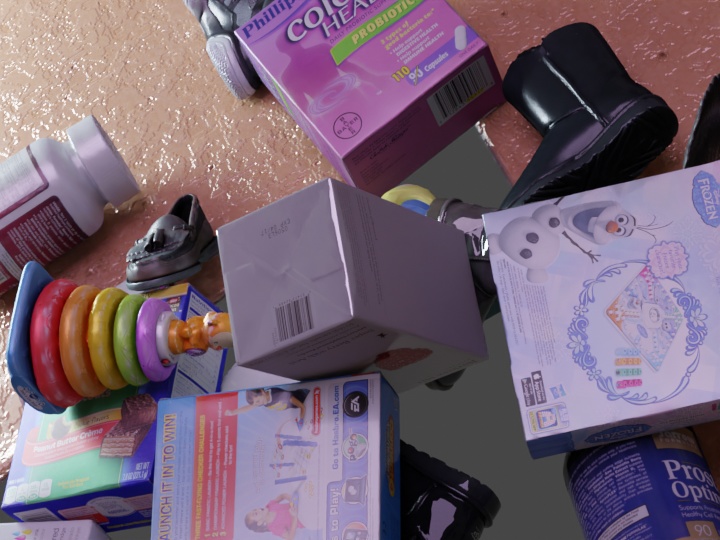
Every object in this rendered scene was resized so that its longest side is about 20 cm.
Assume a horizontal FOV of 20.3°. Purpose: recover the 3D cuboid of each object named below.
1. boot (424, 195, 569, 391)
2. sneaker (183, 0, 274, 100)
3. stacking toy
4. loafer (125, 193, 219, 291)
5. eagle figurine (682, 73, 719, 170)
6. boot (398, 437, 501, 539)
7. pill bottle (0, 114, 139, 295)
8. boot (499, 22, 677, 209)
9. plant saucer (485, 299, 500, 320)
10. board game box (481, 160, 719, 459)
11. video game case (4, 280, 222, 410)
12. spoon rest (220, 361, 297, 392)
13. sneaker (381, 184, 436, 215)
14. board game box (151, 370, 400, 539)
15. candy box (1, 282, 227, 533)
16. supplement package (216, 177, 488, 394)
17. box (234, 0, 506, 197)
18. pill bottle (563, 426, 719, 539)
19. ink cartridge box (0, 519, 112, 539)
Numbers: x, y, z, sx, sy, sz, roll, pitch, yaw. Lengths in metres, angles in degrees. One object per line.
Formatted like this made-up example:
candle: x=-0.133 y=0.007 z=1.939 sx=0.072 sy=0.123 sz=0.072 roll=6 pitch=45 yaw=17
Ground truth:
boot: x=0.142 y=0.020 z=1.691 sx=0.198 sy=0.072 sz=0.184 roll=6 pitch=95 yaw=31
sneaker: x=-0.115 y=-0.272 z=2.079 sx=0.113 sy=0.076 sz=0.201 roll=-28 pitch=55 yaw=4
stacking toy: x=-0.191 y=0.058 z=1.696 sx=0.198 sy=0.116 sz=0.111 roll=-3 pitch=62 yaw=17
loafer: x=-0.179 y=-0.027 z=1.858 sx=0.071 sy=0.064 sz=0.200 roll=-11 pitch=8 yaw=9
eagle figurine: x=0.290 y=-0.042 z=1.682 sx=0.151 sy=0.151 sz=0.201 roll=-31 pitch=59 yaw=15
boot: x=-0.003 y=0.220 z=1.657 sx=0.199 sy=0.077 sz=0.169 roll=23 pitch=65 yaw=30
pill bottle: x=-0.325 y=-0.062 z=1.999 sx=0.199 sy=0.110 sz=0.110 roll=-33 pitch=49 yaw=-1
boot: x=0.172 y=-0.119 z=1.816 sx=0.200 sy=0.076 sz=0.168 roll=-42 pitch=41 yaw=4
plant saucer: x=0.044 y=0.048 z=1.801 sx=0.199 sy=0.019 sz=0.070 roll=-30 pitch=49 yaw=2
board game box: x=0.208 y=0.029 z=1.555 sx=0.197 sy=0.043 sz=0.202 roll=-13 pitch=61 yaw=7
video game case: x=-0.225 y=0.109 z=1.874 sx=0.180 sy=0.036 sz=0.201 roll=-33 pitch=49 yaw=2
spoon rest: x=-0.084 y=0.121 z=1.741 sx=0.098 sy=0.061 sz=0.201 roll=-9 pitch=35 yaw=18
sneaker: x=0.000 y=0.000 z=1.806 sx=0.200 sy=0.076 sz=0.105 roll=-40 pitch=33 yaw=-7
board game box: x=-0.067 y=0.193 z=1.603 sx=0.194 sy=0.056 sz=0.202 roll=-8 pitch=63 yaw=17
candy box: x=-0.213 y=0.124 z=1.772 sx=0.168 sy=0.077 sz=0.202 roll=-13 pitch=51 yaw=29
supplement package: x=-0.004 y=0.021 z=1.629 sx=0.121 sy=0.199 sz=0.121 roll=-23 pitch=66 yaw=30
box: x=0.010 y=-0.198 z=1.926 sx=0.175 sy=0.097 sz=0.200 roll=-37 pitch=57 yaw=-3
pill bottle: x=0.221 y=0.178 z=1.557 sx=0.111 sy=0.112 sz=0.201 roll=-23 pitch=50 yaw=8
ink cartridge box: x=-0.314 y=0.300 z=1.744 sx=0.198 sy=0.086 sz=0.149 roll=-5 pitch=55 yaw=21
